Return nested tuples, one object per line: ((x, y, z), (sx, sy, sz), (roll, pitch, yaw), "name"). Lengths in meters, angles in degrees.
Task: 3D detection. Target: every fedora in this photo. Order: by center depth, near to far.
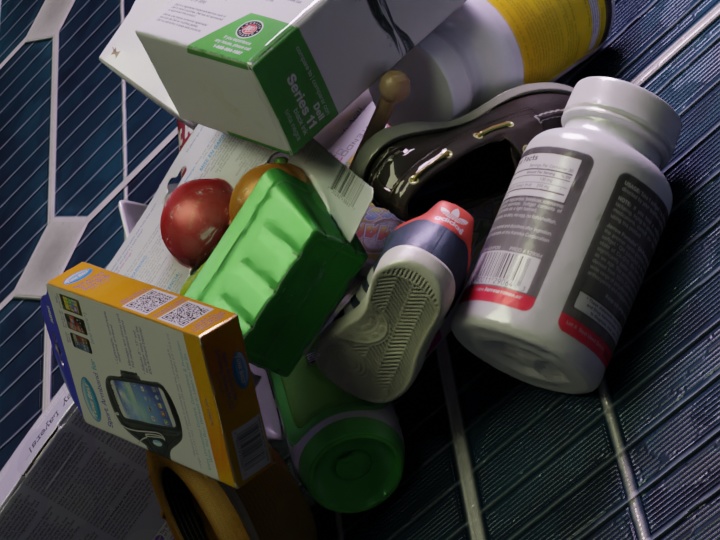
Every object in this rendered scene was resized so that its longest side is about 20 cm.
((-0.088, 0.183, 1.552), (0.081, 0.202, 0.200), (-28, 24, -18), "fedora")

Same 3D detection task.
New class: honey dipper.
((-0.007, -0.063, 1.499), (0.038, 0.038, 0.201), (-92, 21, -47), "honey dipper")

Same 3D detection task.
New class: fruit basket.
((-0.087, -0.022, 1.496), (0.186, 0.093, 0.200), (-57, 40, 7), "fruit basket")

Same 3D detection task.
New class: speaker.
((-0.023, 0.094, 1.592), (0.088, 0.088, 0.201), (-46, 31, 17), "speaker")

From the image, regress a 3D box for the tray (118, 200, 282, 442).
((-0.127, 0.041, 1.589), (0.022, 0.107, 0.201), (-39, 54, 33), "tray")

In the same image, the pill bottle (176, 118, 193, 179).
((-0.107, -0.126, 1.855), (0.114, 0.114, 0.202), (-30, 54, 37), "pill bottle")

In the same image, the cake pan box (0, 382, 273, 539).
((-0.184, 0.174, 1.654), (0.201, 0.184, 0.052), (-55, 29, 5), "cake pan box")

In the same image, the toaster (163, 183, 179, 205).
((-0.126, 0.019, 1.735), (0.201, 0.112, 0.130), (94, 180, -58), "toaster")

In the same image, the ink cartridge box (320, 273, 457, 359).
((0.000, 0.000, 1.599), (0.199, 0.042, 0.119), (19, 53, 38), "ink cartridge box")

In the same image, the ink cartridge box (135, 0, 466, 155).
((-0.036, -0.185, 1.483), (0.200, 0.083, 0.146), (-43, 37, -21), "ink cartridge box")

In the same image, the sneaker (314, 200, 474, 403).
((0.031, 0.021, 1.457), (0.085, 0.075, 0.200), (-58, 4, -33), "sneaker")

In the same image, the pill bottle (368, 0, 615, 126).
((0.096, -0.174, 1.568), (0.112, 0.113, 0.200), (-17, 14, 48), "pill bottle")

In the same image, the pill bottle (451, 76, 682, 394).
((0.148, -0.027, 1.430), (0.110, 0.110, 0.201), (1, 62, 56), "pill bottle")

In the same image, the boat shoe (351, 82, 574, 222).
((0.091, -0.079, 1.490), (0.061, 0.200, 0.072), (48, 143, 36), "boat shoe")

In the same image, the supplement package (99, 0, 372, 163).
((-0.087, -0.153, 1.664), (0.119, 0.200, 0.122), (36, 92, 36), "supplement package")

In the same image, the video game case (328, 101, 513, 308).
((0.048, -0.066, 1.593), (0.199, 0.023, 0.182), (20, 59, 40), "video game case")

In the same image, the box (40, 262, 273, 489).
((-0.148, 0.068, 1.457), (0.041, 0.120, 0.199), (-30, 31, -33), "box")
